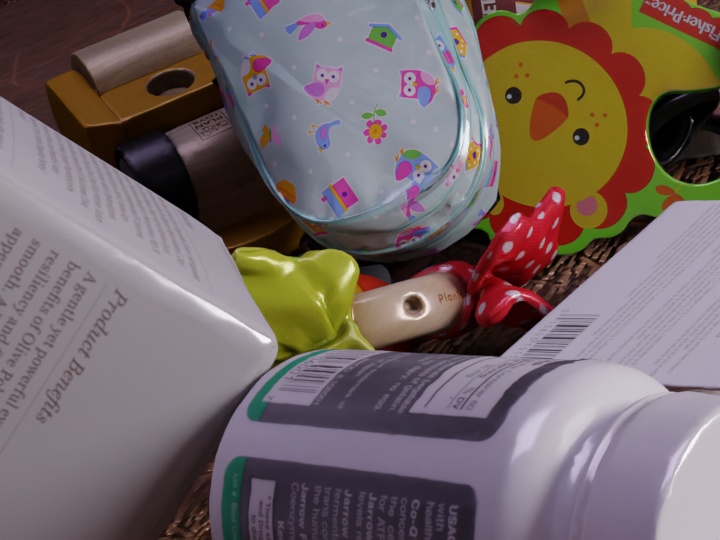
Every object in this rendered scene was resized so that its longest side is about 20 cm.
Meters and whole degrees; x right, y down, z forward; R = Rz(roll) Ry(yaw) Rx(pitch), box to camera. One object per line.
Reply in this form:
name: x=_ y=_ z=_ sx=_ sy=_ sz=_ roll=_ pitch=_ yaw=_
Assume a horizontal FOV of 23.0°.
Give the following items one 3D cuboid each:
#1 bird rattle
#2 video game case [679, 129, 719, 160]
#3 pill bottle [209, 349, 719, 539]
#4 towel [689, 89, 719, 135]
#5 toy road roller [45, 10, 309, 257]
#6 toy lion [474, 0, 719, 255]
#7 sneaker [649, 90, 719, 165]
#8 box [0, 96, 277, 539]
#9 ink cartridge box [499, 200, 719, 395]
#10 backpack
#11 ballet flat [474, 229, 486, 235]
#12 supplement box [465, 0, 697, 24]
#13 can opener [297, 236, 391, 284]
bird rattle: x=0.009 y=0.021 z=0.889 sx=0.199 sy=0.113 sz=0.163 roll=-25 pitch=1 yaw=-28
video game case: x=0.187 y=-0.110 z=1.217 sx=0.199 sy=0.023 sz=0.182 roll=-6 pitch=22 yaw=36
pill bottle: x=0.049 y=0.086 z=0.607 sx=0.199 sy=0.114 sz=0.113 roll=1 pitch=26 yaw=47
towel: x=0.283 y=-0.130 z=1.128 sx=0.199 sy=0.022 sz=0.146 roll=-23 pitch=26 yaw=-27
toy road roller: x=-0.102 y=-0.059 z=1.111 sx=0.122 sy=0.147 sz=0.200 roll=-24 pitch=39 yaw=-16
toy lion: x=0.138 y=-0.090 z=0.997 sx=0.199 sy=0.193 sz=0.069 roll=26 pitch=6 yaw=9
sneaker: x=0.141 y=-0.092 z=1.095 sx=0.070 sy=0.100 sz=0.200 roll=-14 pitch=-18 yaw=-39
box: x=-0.164 y=0.044 z=0.732 sx=0.200 sy=0.171 sz=0.200 roll=-56 pitch=16 yaw=6
ink cartridge box: x=0.175 y=0.023 z=0.790 sx=0.173 sy=0.044 sz=0.200 roll=1 pitch=25 yaw=38
backpack: x=-0.008 y=-0.100 z=0.948 sx=0.166 sy=0.201 sz=0.126 roll=-26 pitch=-13 yaw=15
ballet flat: x=0.083 y=-0.054 z=1.112 sx=0.067 sy=0.047 sz=0.199 roll=-31 pitch=21 yaw=-32
supplement box: x=0.088 y=-0.219 z=1.204 sx=0.196 sy=0.134 sz=0.200 roll=-18 pitch=21 yaw=-22
can opener: x=0.000 y=0.000 z=1.061 sx=0.066 sy=0.054 sz=0.200 roll=20 pitch=27 yaw=10
